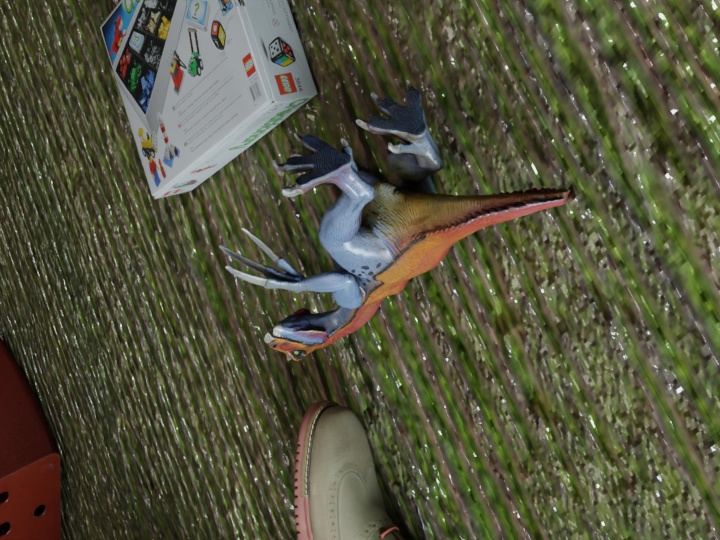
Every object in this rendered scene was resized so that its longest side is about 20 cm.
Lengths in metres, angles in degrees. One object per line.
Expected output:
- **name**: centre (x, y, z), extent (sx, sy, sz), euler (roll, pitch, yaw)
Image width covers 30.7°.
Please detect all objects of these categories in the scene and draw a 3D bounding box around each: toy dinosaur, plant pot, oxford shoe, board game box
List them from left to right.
- **plant pot**: centre (-0.407, 0.212, 1.326), extent (0.175, 0.199, 0.202), euler (34, 131, 33)
- **board game box**: centre (-0.102, -0.134, 0.822), extent (0.199, 0.034, 0.128), euler (-24, 82, 59)
- **toy dinosaur**: centre (0.000, 0.000, 0.672), extent (0.199, 0.105, 0.183), euler (35, 153, 31)
- **oxford shoe**: centre (0.016, 0.170, 0.749), extent (0.074, 0.070, 0.203), euler (-16, 87, 32)
